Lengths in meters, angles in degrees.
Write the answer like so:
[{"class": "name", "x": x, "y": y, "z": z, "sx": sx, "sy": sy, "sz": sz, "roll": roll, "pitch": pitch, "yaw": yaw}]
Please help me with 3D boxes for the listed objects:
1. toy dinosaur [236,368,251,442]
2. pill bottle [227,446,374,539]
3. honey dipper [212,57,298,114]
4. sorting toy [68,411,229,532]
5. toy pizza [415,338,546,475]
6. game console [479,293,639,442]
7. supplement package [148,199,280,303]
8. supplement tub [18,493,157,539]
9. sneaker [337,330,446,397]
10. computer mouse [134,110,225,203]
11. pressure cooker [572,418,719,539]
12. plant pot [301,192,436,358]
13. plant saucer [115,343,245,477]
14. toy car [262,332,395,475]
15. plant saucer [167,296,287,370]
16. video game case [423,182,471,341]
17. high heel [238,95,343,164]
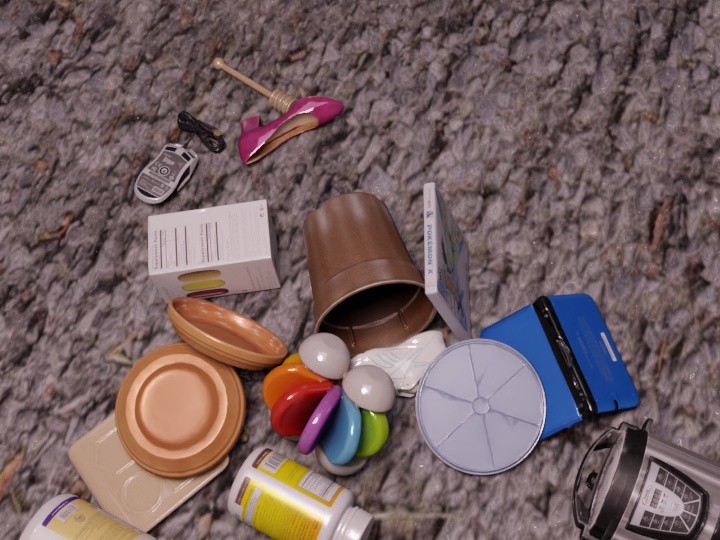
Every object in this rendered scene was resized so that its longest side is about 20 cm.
[{"class": "toy dinosaur", "x": -0.230, "y": 0.175, "z": 1.414, "sx": 0.200, "sy": 0.048, "sz": 0.088, "roll": 41, "pitch": 54, "yaw": 10}, {"class": "pill bottle", "x": -0.084, "y": 0.344, "z": 1.299, "sx": 0.198, "sy": 0.110, "sz": 0.110, "roll": 24, "pitch": 68, "yaw": 14}, {"class": "honey dipper", "x": -0.200, "y": -0.345, "z": 1.681, "sx": 0.199, "sy": 0.038, "sz": 0.038, "roll": 32, "pitch": 70, "yaw": 21}, {"class": "sorting toy", "x": -0.324, "y": 0.287, "z": 1.385, "sx": 0.199, "sy": 0.037, "sz": 0.185, "roll": -39, "pitch": 68, "yaw": -10}, {"class": "toy pizza", "x": 0.182, "y": 0.206, "z": 1.372, "sx": 0.196, "sy": 0.032, "sz": 0.204, "roll": -1, "pitch": 80, "yaw": 3}, {"class": "game console", "x": 0.311, "y": 0.152, "z": 1.420, "sx": 0.168, "sy": 0.118, "sz": 0.202, "roll": -2, "pitch": 60, "yaw": -33}, {"class": "supplement package", "x": -0.239, "y": -0.029, "z": 1.485, "sx": 0.196, "sy": 0.114, "sz": 0.111, "roll": -8, "pitch": 63, "yaw": 0}, {"class": "supplement tub", "x": -0.366, "y": 0.417, "z": 1.259, "sx": 0.198, "sy": 0.146, "sz": 0.147, "roll": 23, "pitch": 67, "yaw": 13}, {"class": "sneaker", "x": 0.049, "y": 0.160, "z": 1.403, "sx": 0.197, "sy": 0.071, "sz": 0.081, "roll": -18, "pitch": 67, "yaw": -6}, {"class": "computer mouse", "x": -0.330, "y": -0.190, "z": 1.609, "sx": 0.109, "sy": 0.044, "sz": 0.201, "roll": 28, "pitch": 63, "yaw": 10}, {"class": "pressure cooker", "x": 0.396, "y": 0.319, "z": 1.251, "sx": 0.198, "sy": 0.181, "sz": 0.176, "roll": 23, "pitch": 33, "yaw": 14}, {"class": "plant pot", "x": 0.000, "y": 0.000, "z": 1.426, "sx": 0.197, "sy": 0.201, "sz": 0.200, "roll": -15, "pitch": 55, "yaw": -4}, {"class": "plant saucer", "x": -0.272, "y": 0.205, "z": 1.352, "sx": 0.196, "sy": 0.038, "sz": 0.204, "roll": 0, "pitch": 71, "yaw": 1}, {"class": "toy car", "x": -0.057, "y": 0.205, "z": 1.312, "sx": 0.199, "sy": 0.149, "sz": 0.177, "roll": 34, "pitch": 115, "yaw": 17}, {"class": "plant saucer", "x": -0.208, "y": 0.101, "z": 1.390, "sx": 0.198, "sy": 0.200, "sz": 0.038, "roll": 27, "pitch": 99, "yaw": 15}, {"class": "video game case", "x": 0.137, "y": -0.009, "z": 1.409, "sx": 0.022, "sy": 0.200, "sz": 0.185, "roll": -9, "pitch": 62, "yaw": 19}, {"class": "high heel", "x": -0.123, "y": -0.247, "z": 1.605, "sx": 0.196, "sy": 0.068, "sz": 0.097, "roll": -9, "pitch": 58, "yaw": 2}]
